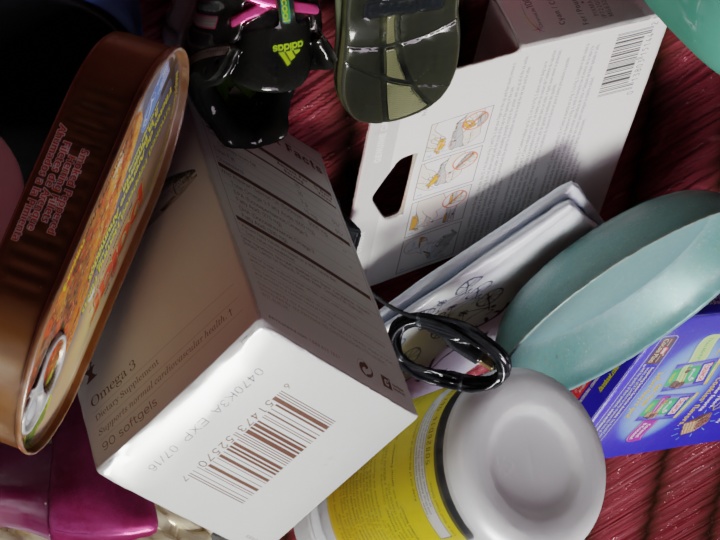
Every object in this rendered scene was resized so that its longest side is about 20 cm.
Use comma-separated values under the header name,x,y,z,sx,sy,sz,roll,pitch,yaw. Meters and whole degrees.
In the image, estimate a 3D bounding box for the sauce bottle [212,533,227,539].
name,x,y,z,sx,sy,sz,roll,pitch,yaw
sauce bottle,-0.060,0.092,1.398,0.066,0.066,0.201,-12,147,-21

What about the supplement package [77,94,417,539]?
name,x,y,z,sx,sy,sz,roll,pitch,yaw
supplement package,-0.072,0.016,1.235,0.117,0.201,0.117,-43,131,19

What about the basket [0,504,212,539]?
name,x,y,z,sx,sy,sz,roll,pitch,yaw
basket,-0.204,0.170,1.341,0.200,0.199,0.160,37,138,-28

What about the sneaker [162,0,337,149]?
name,x,y,z,sx,sy,sz,roll,pitch,yaw
sneaker,-0.043,-0.131,1.157,0.073,0.088,0.200,-10,147,-23

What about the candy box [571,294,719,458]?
name,x,y,z,sx,sy,sz,roll,pitch,yaw
candy box,0.236,0.048,1.686,0.199,0.077,0.169,-4,145,-30

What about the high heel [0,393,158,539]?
name,x,y,z,sx,sy,sz,roll,pitch,yaw
high heel,-0.127,0.063,1.258,0.095,0.200,0.068,7,123,8

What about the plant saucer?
name,x,y,z,sx,sy,sz,roll,pitch,yaw
plant saucer,0.153,0.009,1.475,0.199,0.036,0.200,-29,161,-11

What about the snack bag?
name,x,y,z,sx,sy,sz,roll,pitch,yaw
snack bag,0.070,0.026,1.472,0.188,0.021,0.200,-35,162,7

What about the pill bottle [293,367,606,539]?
name,x,y,z,sx,sy,sz,roll,pitch,yaw
pill bottle,0.044,0.130,1.460,0.111,0.113,0.200,-2,167,-35

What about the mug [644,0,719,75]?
name,x,y,z,sx,sy,sz,roll,pitch,yaw
mug,0.225,-0.165,1.205,0.184,0.115,0.153,-16,141,-29

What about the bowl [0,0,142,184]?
name,x,y,z,sx,sy,sz,roll,pitch,yaw
bowl,-0.196,-0.086,1.172,0.199,0.040,0.201,-18,151,-10

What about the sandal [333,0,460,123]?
name,x,y,z,sx,sy,sz,roll,pitch,yaw
sandal,0.019,-0.156,1.192,0.079,0.058,0.202,-2,139,-17

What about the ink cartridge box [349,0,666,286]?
name,x,y,z,sx,sy,sz,roll,pitch,yaw
ink cartridge box,0.068,-0.076,1.380,0.175,0.045,0.201,-15,150,-18

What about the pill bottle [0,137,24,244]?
name,x,y,z,sx,sy,sz,roll,pitch,yaw
pill bottle,-0.218,0.017,1.170,0.112,0.114,0.201,-10,149,-23

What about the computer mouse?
name,x,y,z,sx,sy,sz,roll,pitch,yaw
computer mouse,0.000,0.000,1.359,0.059,0.200,0.034,-49,-172,20

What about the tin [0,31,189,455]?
name,x,y,z,sx,sy,sz,roll,pitch,yaw
tin,-0.129,-0.015,1.127,0.042,0.201,0.112,17,159,10
